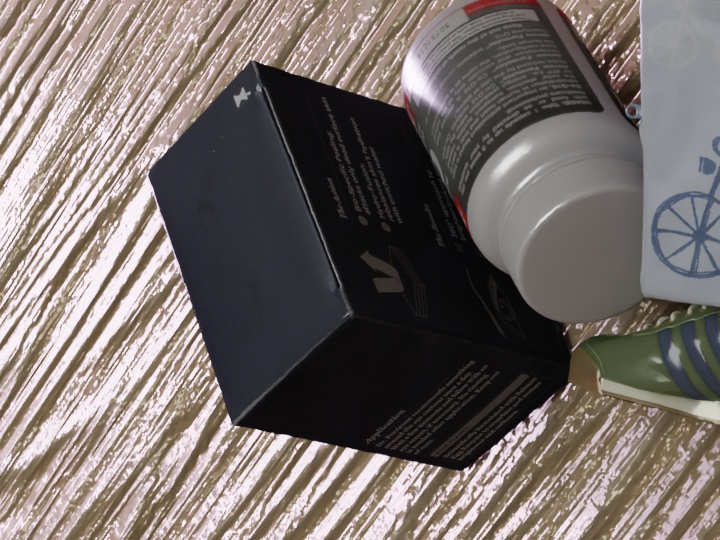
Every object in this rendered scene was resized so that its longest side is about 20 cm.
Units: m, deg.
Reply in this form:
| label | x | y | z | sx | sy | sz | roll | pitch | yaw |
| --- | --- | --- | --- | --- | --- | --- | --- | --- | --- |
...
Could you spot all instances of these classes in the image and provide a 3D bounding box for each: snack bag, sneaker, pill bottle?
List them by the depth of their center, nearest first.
| label | x | y | z | sx | sy | sz | roll | pitch | yaw |
| --- | --- | --- | --- | --- | --- | --- | --- | --- | --- |
| snack bag | 0.230 | -0.068 | 1.413 | 0.188 | 0.021 | 0.200 | 7 | 112 | 28 |
| sneaker | 0.210 | 0.041 | 1.506 | 0.200 | 0.067 | 0.090 | 14 | 95 | 40 |
| pill bottle | 0.105 | -0.067 | 1.579 | 0.114 | 0.114 | 0.200 | -53 | 35 | 23 |

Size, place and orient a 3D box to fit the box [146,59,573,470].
| label | x | y | z | sx | sy | sz | roll | pitch | yaw |
| --- | --- | --- | --- | --- | --- | --- | --- | --- | --- |
| box | 0.000 | 0.000 | 1.643 | 0.117 | 0.200 | 0.197 | -43 | 51 | 30 |
